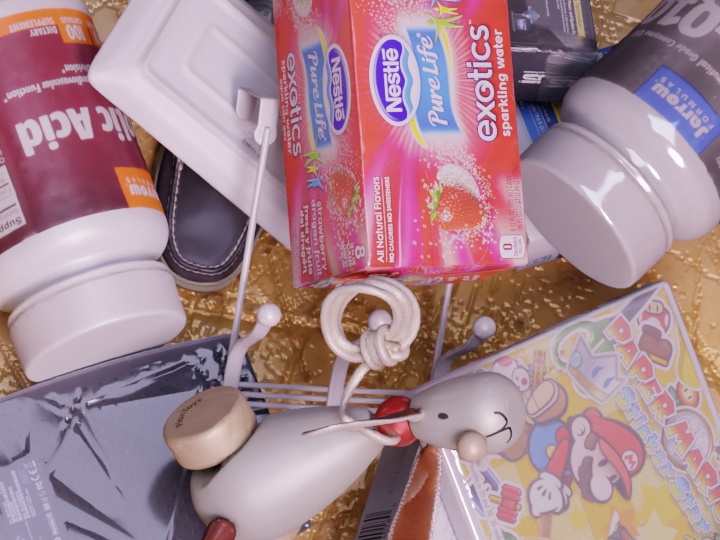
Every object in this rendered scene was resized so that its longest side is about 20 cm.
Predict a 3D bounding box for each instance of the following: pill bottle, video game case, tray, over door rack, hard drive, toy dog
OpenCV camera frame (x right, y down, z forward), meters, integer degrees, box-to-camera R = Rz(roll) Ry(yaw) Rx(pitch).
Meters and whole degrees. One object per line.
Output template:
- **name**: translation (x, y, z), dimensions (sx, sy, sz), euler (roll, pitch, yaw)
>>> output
- **pill bottle**: translation (0.185, -0.089, 1.662), dimensions (0.114, 0.114, 0.200), euler (44, 72, 9)
- **pill bottle**: translation (-0.176, -0.046, 1.673), dimensions (0.114, 0.114, 0.200), euler (-18, 75, -11)
- **video game case**: translation (0.134, 0.128, 1.642), dimensions (0.182, 0.023, 0.200), euler (-23, 92, -31)
- **tray**: translation (-0.055, -0.089, 1.682), dimensions (0.200, 0.022, 0.107), euler (40, 62, -22)
- **over door rack**: translation (0.000, 0.000, 1.655), dimensions (0.148, 0.067, 0.200), euler (4, 90, -28)
- **hard drive**: translation (-0.142, 0.123, 1.658), dimensions (0.200, 0.042, 0.135), euler (-18, 75, -13)
- **toy dog**: translation (-0.019, 0.106, 1.555), dimensions (0.132, 0.200, 0.096), euler (41, 35, -19)

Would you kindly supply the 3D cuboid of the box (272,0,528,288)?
- **box**: translation (0.019, -0.093, 1.593), dimensions (0.100, 0.095, 0.200), euler (-1, 84, -27)

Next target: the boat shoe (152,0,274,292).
- **boat shoe**: translation (-0.075, -0.087, 1.722), dimensions (0.072, 0.065, 0.200), euler (17, 71, -1)

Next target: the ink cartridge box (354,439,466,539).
- **ink cartridge box**: translation (0.092, 0.171, 1.654), dimensions (0.200, 0.050, 0.109), euler (27, 69, -24)

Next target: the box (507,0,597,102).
- **box**: translation (0.048, -0.188, 1.739), dimensions (0.161, 0.049, 0.200), euler (1, 50, -8)

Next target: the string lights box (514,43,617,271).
- **string lights box**: translation (0.169, -0.081, 1.750), dimensions (0.200, 0.059, 0.103), euler (-18, 74, -11)
